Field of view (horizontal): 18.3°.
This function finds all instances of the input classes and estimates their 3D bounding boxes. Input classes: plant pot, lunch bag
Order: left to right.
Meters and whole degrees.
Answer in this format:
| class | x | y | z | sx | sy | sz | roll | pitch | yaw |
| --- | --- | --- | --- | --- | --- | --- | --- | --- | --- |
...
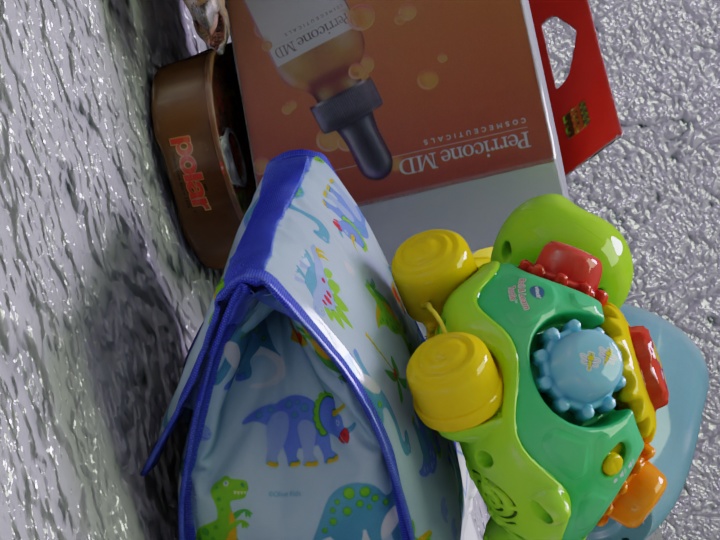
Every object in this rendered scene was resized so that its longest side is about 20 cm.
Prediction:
| class | x | y | z | sx | sy | sz | roll | pitch | yaw |
| --- | --- | --- | --- | --- | --- | --- | --- | --- | --- |
| lunch bag | -0.025 | 0.064 | 0.993 | 0.170 | 0.127 | 0.201 | -77 | 161 | -68 |
| plant pot | 0.200 | 0.151 | 1.963 | 0.201 | 0.200 | 0.161 | 67 | 27 | -43 |

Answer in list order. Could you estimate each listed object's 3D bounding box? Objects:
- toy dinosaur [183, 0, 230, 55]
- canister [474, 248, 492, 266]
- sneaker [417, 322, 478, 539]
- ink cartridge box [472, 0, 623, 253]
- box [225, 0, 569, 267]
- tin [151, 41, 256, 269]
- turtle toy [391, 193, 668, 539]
| class | x | y | z | sx | sy | sz | roll | pitch | yaw |
| --- | --- | --- | --- | --- | --- | --- | --- | --- | --- |
| toy dinosaur | -0.075 | -0.222 | 1.100 | 0.201 | 0.085 | 0.136 | -66 | 159 | -17 |
| canister | 0.042 | -0.041 | 1.541 | 0.149 | 0.086 | 0.201 | 106 | -24 | -59 |
| sneaker | 0.050 | 0.091 | 1.213 | 0.075 | 0.086 | 0.201 | -91 | 166 | -56 |
| ink cartridge box | 0.056 | -0.098 | 1.275 | 0.043 | 0.173 | 0.201 | 31 | 33 | -32 |
| box | 0.016 | -0.111 | 1.162 | 0.106 | 0.152 | 0.201 | 63 | 15 | -69 |
| tin | -0.067 | -0.063 | 1.189 | 0.200 | 0.042 | 0.112 | -50 | 122 | -78 |
| turtle toy | 0.082 | 0.041 | 1.001 | 0.200 | 0.101 | 0.146 | -96 | 165 | -53 |
